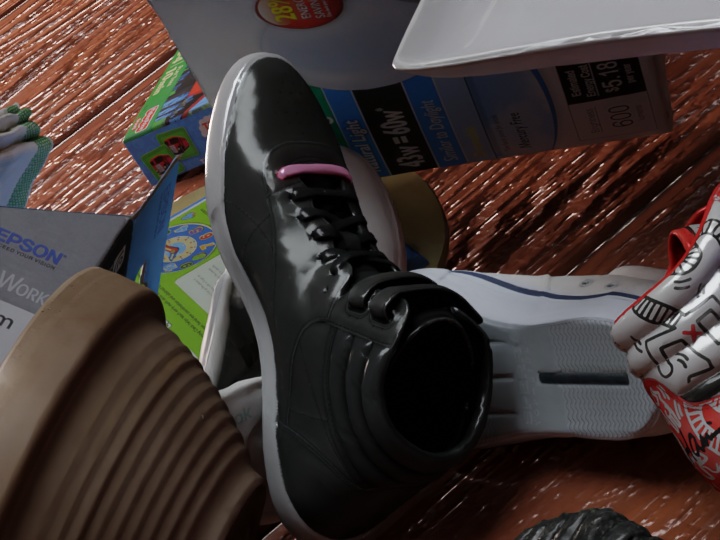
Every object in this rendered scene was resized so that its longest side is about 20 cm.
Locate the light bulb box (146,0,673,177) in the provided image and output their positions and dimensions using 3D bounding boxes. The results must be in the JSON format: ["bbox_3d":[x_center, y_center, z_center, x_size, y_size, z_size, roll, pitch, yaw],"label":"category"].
[{"bbox_3d":[0.022,-0.141,1.243,0.200,0.198,0.125,-9,63,11],"label":"light bulb box"}]

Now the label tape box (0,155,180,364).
[{"bbox_3d":[-0.148,0.053,1.128,0.063,0.144,0.200,22,48,7],"label":"label tape box"}]

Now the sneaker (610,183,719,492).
[{"bbox_3d":[0.182,-0.006,0.991,0.201,0.108,0.067,-38,-8,-15],"label":"sneaker"}]

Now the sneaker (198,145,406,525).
[{"bbox_3d":[-0.029,0.005,1.185,0.075,0.089,0.200,0,46,14],"label":"sneaker"}]

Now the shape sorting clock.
[{"bbox_3d":[-0.053,0.014,1.293,0.200,0.039,0.200,-15,33,10],"label":"shape sorting clock"}]

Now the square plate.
[{"bbox_3d":[0.130,-0.138,1.038,0.198,0.028,0.200,-5,40,30],"label":"square plate"}]

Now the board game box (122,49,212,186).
[{"bbox_3d":[-0.019,-0.129,1.518,0.200,0.037,0.151,-20,26,28],"label":"board game box"}]

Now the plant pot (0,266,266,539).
[{"bbox_3d":[-0.096,0.108,1.053,0.093,0.201,0.201,23,42,8],"label":"plant pot"}]

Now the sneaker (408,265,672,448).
[{"bbox_3d":[0.077,0.033,1.110,0.071,0.073,0.200,-15,14,-35],"label":"sneaker"}]

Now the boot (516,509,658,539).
[{"bbox_3d":[0.008,0.140,0.924,0.211,0.079,0.158,16,56,43],"label":"boot"}]

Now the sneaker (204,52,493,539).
[{"bbox_3d":[0.000,0.000,1.094,0.071,0.200,0.099,0,-16,-39],"label":"sneaker"}]

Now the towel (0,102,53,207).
[{"bbox_3d":[-0.183,0.023,1.113,0.031,0.149,0.200,21,19,7],"label":"towel"}]
